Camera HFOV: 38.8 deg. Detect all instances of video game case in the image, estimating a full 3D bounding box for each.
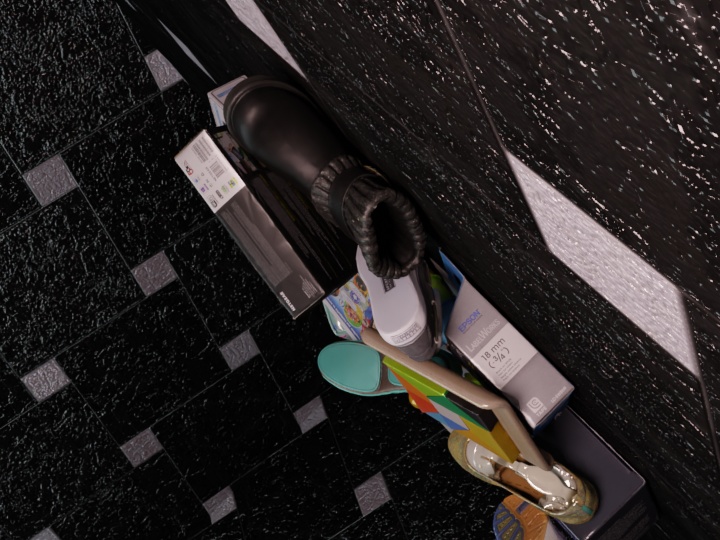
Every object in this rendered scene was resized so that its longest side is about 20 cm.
[{"bbox_3d":[0.000,0.000,1.286,0.144,0.018,0.201,50,143,21],"label":"video game case"}]

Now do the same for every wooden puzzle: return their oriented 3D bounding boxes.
[{"bbox_3d":[0.103,0.144,1.090,0.184,0.037,0.200,26,167,38],"label":"wooden puzzle"}]

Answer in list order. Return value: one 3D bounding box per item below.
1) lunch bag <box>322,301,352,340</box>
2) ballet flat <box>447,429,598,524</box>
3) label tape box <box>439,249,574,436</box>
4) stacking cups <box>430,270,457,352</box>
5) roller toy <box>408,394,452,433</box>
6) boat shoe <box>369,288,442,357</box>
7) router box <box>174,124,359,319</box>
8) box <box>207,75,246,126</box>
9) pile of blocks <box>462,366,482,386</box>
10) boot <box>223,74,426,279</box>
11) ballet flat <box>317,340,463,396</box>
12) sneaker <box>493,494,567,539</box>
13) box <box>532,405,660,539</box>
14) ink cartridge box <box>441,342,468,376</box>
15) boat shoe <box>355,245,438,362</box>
[{"bbox_3d":[-0.006,-0.004,1.498,0.170,0.121,0.202,28,-139,-76],"label":"lunch bag"},{"bbox_3d":[0.177,0.223,1.163,0.199,0.071,0.071,26,167,33],"label":"ballet flat"},{"bbox_3d":[0.139,0.084,1.112,0.200,0.063,0.144,46,177,16],"label":"label tape box"},{"bbox_3d":[0.114,0.065,1.241,0.200,0.060,0.061,48,179,25],"label":"stacking cups"},{"bbox_3d":[0.122,0.141,1.456,0.200,0.140,0.183,45,177,43],"label":"roller toy"},{"bbox_3d":[0.049,0.064,1.151,0.200,0.059,0.077,120,150,-74],"label":"boat shoe"},{"bbox_3d":[-0.084,-0.060,1.055,0.201,0.051,0.149,53,-156,2],"label":"router box"},{"bbox_3d":[-0.121,-0.160,1.347,0.200,0.060,0.118,45,155,41],"label":"box"},{"bbox_3d":[0.150,0.175,1.272,0.082,0.061,0.203,-56,-41,-78],"label":"pile of blocks"},{"bbox_3d":[-0.030,-0.091,0.979,0.210,0.080,0.158,35,-168,-38],"label":"boot"},{"bbox_3d":[0.041,0.127,1.282,0.198,0.068,0.070,1,171,33],"label":"ballet flat"},{"bbox_3d":[0.243,0.367,1.303,0.088,0.075,0.200,47,179,-34],"label":"sneaker"},{"bbox_3d":[0.274,0.266,1.256,0.148,0.104,0.200,46,178,33],"label":"box"},{"bbox_3d":[0.148,0.148,1.331,0.200,0.119,0.042,46,-165,-2],"label":"ink cartridge box"},{"bbox_3d":[0.046,0.015,1.043,0.066,0.069,0.201,50,-164,-34],"label":"boat shoe"}]
